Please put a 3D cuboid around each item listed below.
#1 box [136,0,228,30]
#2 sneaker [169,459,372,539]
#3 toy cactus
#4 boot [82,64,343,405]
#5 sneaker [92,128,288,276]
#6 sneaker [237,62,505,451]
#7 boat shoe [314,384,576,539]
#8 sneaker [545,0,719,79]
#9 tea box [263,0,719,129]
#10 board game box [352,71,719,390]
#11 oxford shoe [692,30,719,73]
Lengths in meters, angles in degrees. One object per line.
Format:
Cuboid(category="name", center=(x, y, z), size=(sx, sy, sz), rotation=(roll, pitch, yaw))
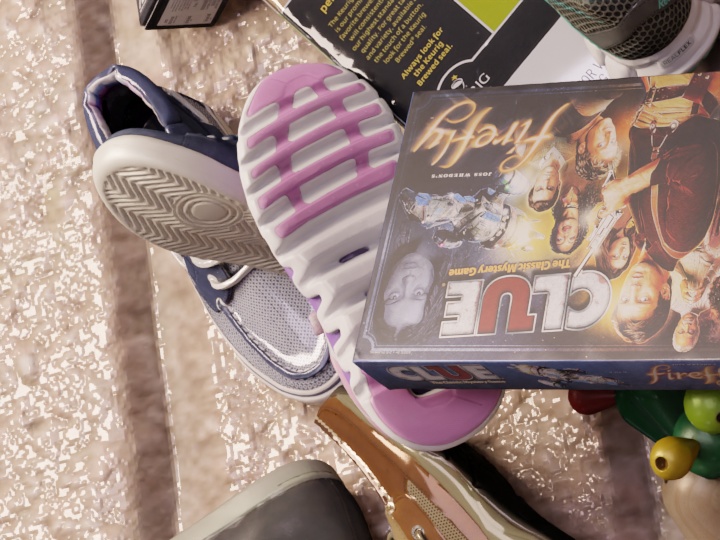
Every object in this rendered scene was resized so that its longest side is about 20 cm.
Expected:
Cuboid(category="box", center=(-0.084, -0.239, 1.498), size=(0.049, 0.200, 0.162), rotation=(-5, 69, -19))
Cuboid(category="sneaker", center=(-0.072, 0.191, 1.424), size=(0.200, 0.075, 0.106), rotation=(-40, 53, 10))
Cuboid(category="toy cactus", center=(0.141, 0.072, 1.327), size=(0.102, 0.200, 0.165), rotation=(-28, 102, -17))
Cuboid(category="boot", center=(-0.075, -0.017, 1.480), size=(0.073, 0.090, 0.200), rotation=(-42, 62, 10))
Cuboid(category="sneaker", center=(-0.044, -0.050, 1.428), size=(0.075, 0.200, 0.085), rotation=(-27, 54, 46))
Cuboid(category="sneaker", center=(0.000, 0.000, 1.359), size=(0.080, 0.088, 0.201), rotation=(-23, 76, -8))
Cuboid(category="boat shoe", center=(0.047, 0.132, 1.391), size=(0.200, 0.076, 0.074), rotation=(40, 98, 30))
Cuboid(category="sneaker", center=(0.082, -0.171, 1.292), size=(0.078, 0.091, 0.200), rotation=(-45, 62, 7))
Cuboid(category="tea box", center=(0.095, -0.140, 1.406), size=(0.200, 0.134, 0.197), rotation=(-49, 62, 6))
Cuboid(category="board game box", center=(0.100, -0.016, 1.247), size=(0.200, 0.035, 0.136), rotation=(-2, 65, 34))
Cuboid(category="oxford shoe", center=(0.184, -0.035, 1.263), size=(0.200, 0.073, 0.071), rotation=(64, 144, 37))
